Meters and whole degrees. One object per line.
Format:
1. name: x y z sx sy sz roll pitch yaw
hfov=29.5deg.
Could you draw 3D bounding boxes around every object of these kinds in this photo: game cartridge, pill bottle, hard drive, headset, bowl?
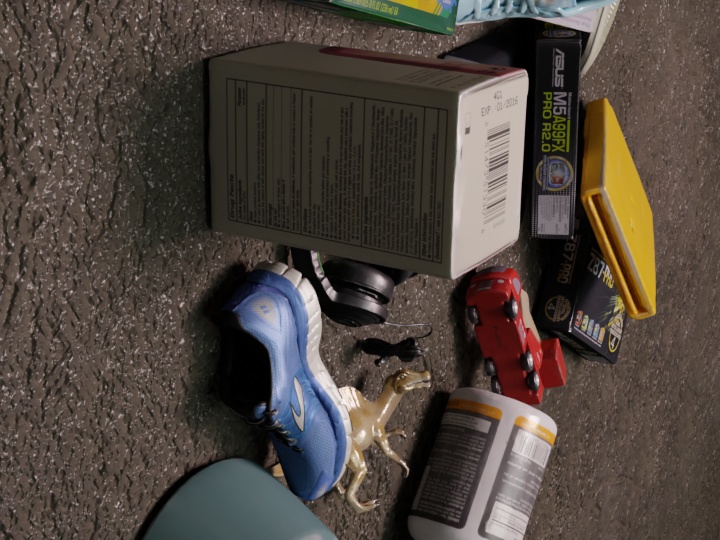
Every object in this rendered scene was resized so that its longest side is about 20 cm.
1. game cartridge: 0.287 -0.073 1.521 0.200 0.032 0.177 -76 145 -54
2. pill bottle: 0.113 0.227 1.358 0.116 0.116 0.201 42 66 -57
3. hard drive: 0.121 -0.118 1.311 0.135 0.042 0.201 -32 127 -52
4. headset: 0.000 0.000 1.140 0.124 0.094 0.200 -51 127 -32
5. bowl: -0.080 0.254 1.031 0.201 0.105 0.201 -33 131 -48

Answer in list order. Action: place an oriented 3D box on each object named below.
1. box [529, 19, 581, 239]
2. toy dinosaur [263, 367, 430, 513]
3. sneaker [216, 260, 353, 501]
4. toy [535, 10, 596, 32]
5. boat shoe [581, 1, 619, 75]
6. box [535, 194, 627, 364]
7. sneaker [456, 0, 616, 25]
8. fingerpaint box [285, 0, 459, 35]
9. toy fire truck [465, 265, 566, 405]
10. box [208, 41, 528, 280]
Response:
1. box: 0.194 -0.153 1.365 0.160 0.044 0.201 -71 161 -66
2. toy dinosaur: -0.016 0.154 1.184 0.200 0.058 0.101 -30 110 -37
3. sneaker: -0.069 0.096 1.041 0.089 0.078 0.201 -38 124 -39
4. toy: 0.184 -0.334 1.263 0.047 0.115 0.201 133 -30 -86
5. boat shoe: 0.240 -0.293 1.438 0.200 0.062 0.075 92 22 -49
6. box: 0.276 0.014 1.629 0.200 0.049 0.162 31 69 -59
7. sneaker: 0.147 -0.253 1.189 0.199 0.082 0.074 -15 112 -21
8. fingerpaint box: 0.013 -0.274 1.029 0.200 0.073 0.167 -2 103 -60
9. toy fire truck: 0.165 0.067 1.437 0.141 0.049 0.200 -68 144 -55
10. box: 0.004 -0.083 0.957 0.109 0.199 0.128 -28 125 -54
